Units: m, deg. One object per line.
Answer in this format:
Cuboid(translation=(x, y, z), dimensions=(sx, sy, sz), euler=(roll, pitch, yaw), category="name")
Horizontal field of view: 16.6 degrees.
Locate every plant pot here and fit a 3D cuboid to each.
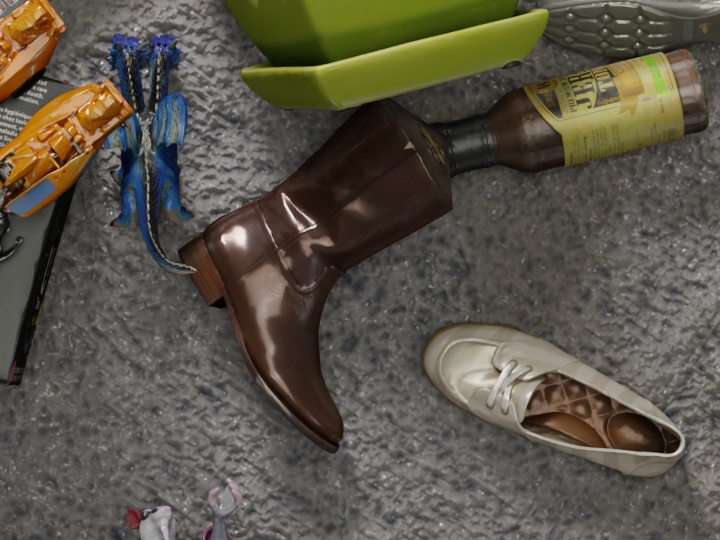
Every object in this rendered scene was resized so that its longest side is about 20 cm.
Cuboid(translation=(0.008, -0.210, 1.646), dimensions=(0.198, 0.200, 0.183), euler=(-16, 99, -18), category="plant pot")

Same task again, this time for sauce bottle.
Cuboid(translation=(0.143, -0.104, 1.731), dimensions=(0.199, 0.065, 0.065), euler=(-15, 90, -4), category="sauce bottle")

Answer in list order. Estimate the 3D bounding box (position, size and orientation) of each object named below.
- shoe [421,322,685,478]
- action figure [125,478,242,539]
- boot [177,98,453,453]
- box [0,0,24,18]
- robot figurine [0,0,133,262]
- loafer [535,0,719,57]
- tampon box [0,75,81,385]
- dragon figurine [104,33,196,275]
Cuboid(translation=(0.139, 0.089, 1.732), dimensions=(0.199, 0.053, 0.070), euler=(23, 87, -4), category="shoe")
Cuboid(translation=(-0.118, 0.236, 1.663), dimensions=(0.133, 0.201, 0.149), euler=(-19, 132, 4), category="action figure")
Cuboid(translation=(0.000, 0.000, 1.697), dimensions=(0.199, 0.064, 0.187), euler=(-35, 89, 7), category="boot")
Cuboid(translation=(-0.235, -0.282, 1.709), dimensions=(0.200, 0.048, 0.159), euler=(-40, 93, -5), category="box")
Cuboid(translation=(-0.250, -0.076, 1.546), dimensions=(0.200, 0.058, 0.145), euler=(-39, 90, -6), category="robot figurine")
Cuboid(translation=(0.221, -0.196, 1.747), dimensions=(0.198, 0.070, 0.070), euler=(-3, 57, -2), category="loafer")
Cuboid(translation=(-0.263, -0.035, 1.649), dimensions=(0.125, 0.150, 0.201), euler=(16, 87, -4), category="tampon box")
Cuboid(translation=(-0.145, -0.084, 1.668), dimensions=(0.058, 0.201, 0.100), euler=(-4, 127, -3), category="dragon figurine")
